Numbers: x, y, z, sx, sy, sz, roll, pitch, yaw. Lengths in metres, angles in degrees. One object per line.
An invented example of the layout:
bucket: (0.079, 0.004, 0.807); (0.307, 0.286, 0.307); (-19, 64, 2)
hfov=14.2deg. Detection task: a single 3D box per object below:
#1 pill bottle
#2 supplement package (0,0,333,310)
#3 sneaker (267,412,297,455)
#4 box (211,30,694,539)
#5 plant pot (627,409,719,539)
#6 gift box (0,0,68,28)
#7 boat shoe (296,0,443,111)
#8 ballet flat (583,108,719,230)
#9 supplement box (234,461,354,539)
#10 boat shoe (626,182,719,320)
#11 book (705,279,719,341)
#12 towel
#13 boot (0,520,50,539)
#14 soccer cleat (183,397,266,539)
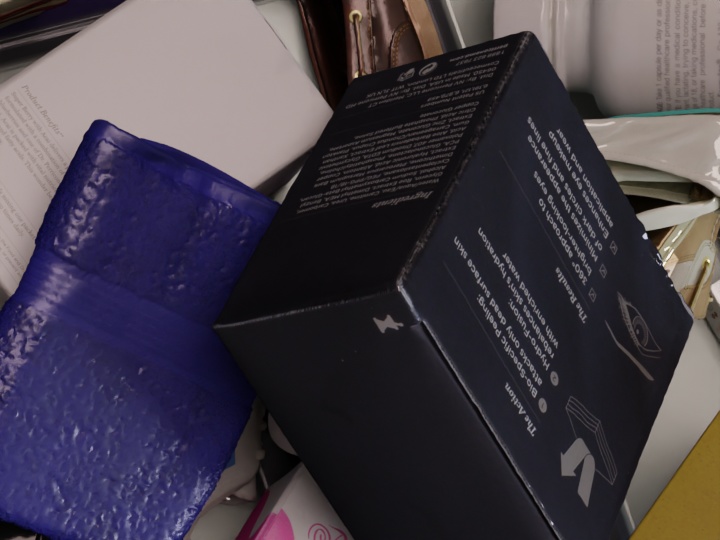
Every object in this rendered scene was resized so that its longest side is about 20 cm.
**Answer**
pill bottle: (0.177, -0.136, 1.590); (0.199, 0.114, 0.115); (2, 74, 11)
supplement package: (-0.131, -0.055, 1.508); (0.200, 0.120, 0.121); (-35, 88, -19)
sneaker: (0.000, 0.000, 1.521); (0.080, 0.089, 0.201); (5, 49, 17)
box: (0.052, 0.026, 1.419); (0.197, 0.117, 0.200); (58, 39, -28)
plant pot: (0.235, 0.169, 1.504); (0.176, 0.200, 0.200); (35, 85, 15)
gift box: (-0.263, -0.197, 1.481); (0.186, 0.184, 0.201); (-24, 89, -21)
boat shoe: (-0.015, -0.175, 1.596); (0.070, 0.070, 0.201); (-17, 81, -22)
ballet flat: (0.121, -0.054, 1.568); (0.199, 0.069, 0.070); (1, 74, 16)
supplement box: (0.018, 0.199, 1.494); (0.200, 0.103, 0.101); (35, 71, -5)
boat shoe: (0.159, 0.010, 1.600); (0.066, 0.074, 0.200); (45, 64, -32)
book: (0.296, 0.069, 1.632); (0.133, 0.048, 0.201); (-27, 82, -18)
towel: (-0.116, 0.039, 1.422); (0.147, 0.050, 0.201); (27, 88, -29)
boot: (-0.236, 0.150, 1.456); (0.162, 0.073, 0.199); (13, 78, -12)
soccer cleat: (-0.080, 0.073, 1.526); (0.086, 0.070, 0.201); (34, 72, -21)
